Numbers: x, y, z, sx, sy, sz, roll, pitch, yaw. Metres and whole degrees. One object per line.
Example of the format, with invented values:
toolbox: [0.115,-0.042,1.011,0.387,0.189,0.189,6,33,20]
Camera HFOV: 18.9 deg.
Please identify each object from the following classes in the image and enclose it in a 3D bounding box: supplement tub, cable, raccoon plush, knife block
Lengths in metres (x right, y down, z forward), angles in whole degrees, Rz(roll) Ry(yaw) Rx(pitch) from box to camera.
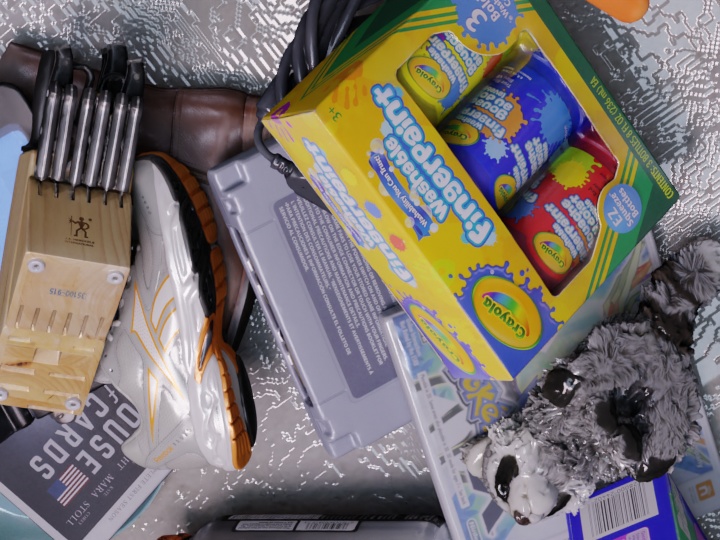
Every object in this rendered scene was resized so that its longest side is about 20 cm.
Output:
supplement tub: [-0.036,0.220,1.399,0.198,0.123,0.124,-3,106,16]
cable: [0.035,-0.096,1.315,0.199,0.051,0.164,27,77,-25]
raccoon plush: [0.153,0.080,1.334,0.097,0.200,0.134,52,144,-1]
knife block: [-0.180,-0.036,1.318,0.063,0.177,0.201,10,134,-15]

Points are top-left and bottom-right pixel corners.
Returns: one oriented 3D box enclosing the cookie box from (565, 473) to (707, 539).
cookie box: [0.206,0.251,1.325,0.075,0.172,0.201,-24,122,15]

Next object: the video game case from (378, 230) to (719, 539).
video game case: [0.125,0.089,1.364,0.181,0.022,0.202,-21,103,-8]

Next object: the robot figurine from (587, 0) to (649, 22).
robot figurine: [0.159,-0.231,1.248,0.198,0.144,0.117,20,137,2]

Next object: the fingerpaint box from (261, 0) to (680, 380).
fingerpaint box: [0.068,-0.065,1.262,0.167,0.073,0.201,-44,109,-22]

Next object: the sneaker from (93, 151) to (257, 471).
sneaker: [-0.128,0.030,1.318,0.091,0.076,0.202,-9,95,12]

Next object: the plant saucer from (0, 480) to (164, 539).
plant saucer: [-0.218,0.093,1.445,0.198,0.027,0.202,2,106,8]

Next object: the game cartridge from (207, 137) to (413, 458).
game cartridge: [0.000,0.000,1.350,0.132,0.041,0.201,-26,105,-12]

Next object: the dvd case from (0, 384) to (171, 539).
dvd case: [-0.208,0.076,1.412,0.200,0.025,0.150,41,108,-4]

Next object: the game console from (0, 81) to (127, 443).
game console: [-0.253,0.016,1.331,0.116,0.176,0.201,-20,103,46]

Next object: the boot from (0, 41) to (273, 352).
boot: [-0.158,-0.040,1.378,0.198,0.064,0.188,9,96,3]
